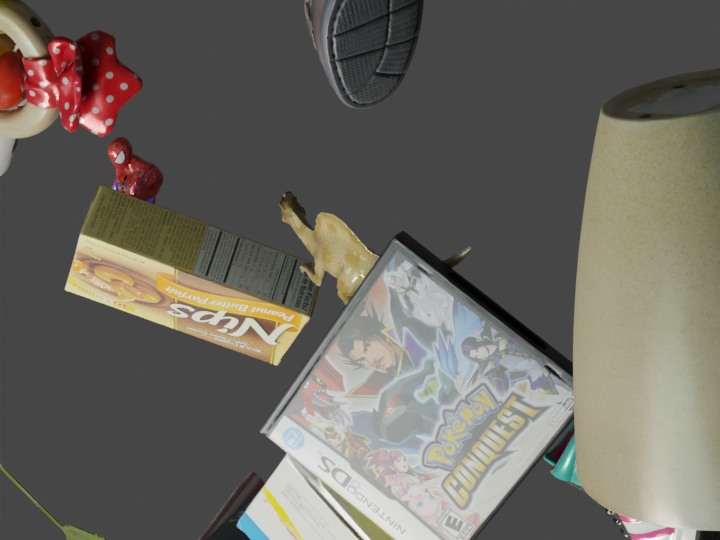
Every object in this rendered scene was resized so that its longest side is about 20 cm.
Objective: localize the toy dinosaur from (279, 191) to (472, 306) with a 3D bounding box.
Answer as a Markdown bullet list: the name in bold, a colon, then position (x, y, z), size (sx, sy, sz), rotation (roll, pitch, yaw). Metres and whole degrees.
- **toy dinosaur**: position (0.000, 0.000, 1.150), size (0.200, 0.058, 0.101), rotation (22, 141, 40)

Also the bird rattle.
- **bird rattle**: position (-0.292, -0.183, 1.287), size (0.200, 0.113, 0.163), rotation (43, 133, -8)

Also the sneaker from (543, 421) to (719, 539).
- **sneaker**: position (0.187, 0.153, 1.039), size (0.121, 0.084, 0.200), rotation (23, 134, 32)

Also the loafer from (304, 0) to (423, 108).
- **loafer**: position (-0.006, -0.197, 0.924), size (0.063, 0.072, 0.200), rotation (49, 153, 44)

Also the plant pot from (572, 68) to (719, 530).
- **plant pot**: position (0.189, 0.003, 0.787), size (0.187, 0.187, 0.200), rotation (10, 119, 50)

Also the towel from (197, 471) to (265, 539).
- **towel**: position (-0.095, 0.332, 1.597), size (0.030, 0.146, 0.200), rotation (-27, 104, 33)

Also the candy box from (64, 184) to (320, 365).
- **candy box**: position (-0.142, 0.007, 1.269), size (0.200, 0.055, 0.115), rotation (20, 152, -9)

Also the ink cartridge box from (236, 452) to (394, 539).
- **ink cartridge box**: position (0.011, 0.192, 1.273), size (0.145, 0.147, 0.200), rotation (45, 152, 7)

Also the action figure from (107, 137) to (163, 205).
- **action figure**: position (-0.208, -0.025, 1.377), size (0.065, 0.099, 0.200), rotation (21, 138, 41)

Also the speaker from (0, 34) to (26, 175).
- **speaker**: position (-0.363, -0.158, 1.446), size (0.081, 0.081, 0.200), rotation (48, 151, 3)

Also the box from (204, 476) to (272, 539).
- **box**: position (-0.066, 0.333, 1.497), size (0.197, 0.200, 0.117), rotation (55, 151, -11)

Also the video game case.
- **video game case**: position (0.046, 0.102, 1.110), size (0.181, 0.025, 0.200), rotation (38, 115, 7)
